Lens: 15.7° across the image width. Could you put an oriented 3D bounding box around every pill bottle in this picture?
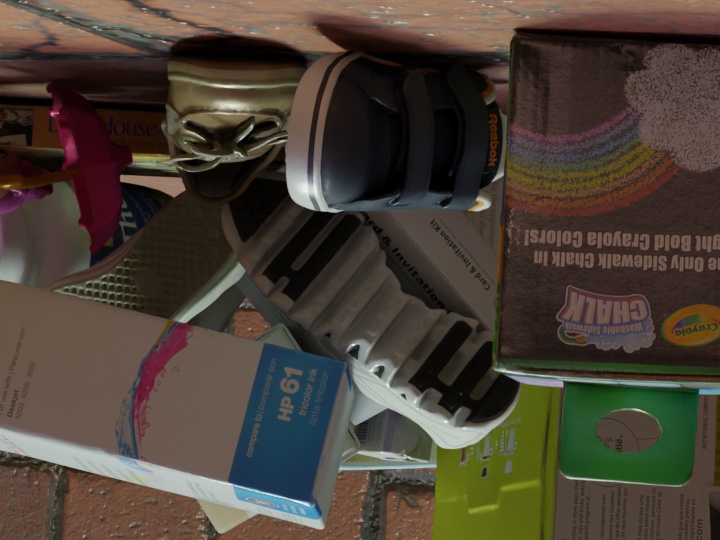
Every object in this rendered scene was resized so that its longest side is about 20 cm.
[{"bbox_3d":[-0.194,-0.008,1.638,0.111,0.111,0.200,2,177,30],"label":"pill bottle"}]

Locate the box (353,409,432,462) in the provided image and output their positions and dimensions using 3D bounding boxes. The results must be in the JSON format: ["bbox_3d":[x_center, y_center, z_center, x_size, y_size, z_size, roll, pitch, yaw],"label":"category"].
[{"bbox_3d":[0.034,0.022,1.664,0.039,0.201,0.041,14,170,-32],"label":"box"}]

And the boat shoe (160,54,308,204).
[{"bbox_3d":[-0.066,-0.074,1.364,0.073,0.063,0.200,5,176,-2],"label":"boat shoe"}]

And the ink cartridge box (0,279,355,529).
[{"bbox_3d":[-0.109,0.075,1.435,0.199,0.085,0.145,12,170,3],"label":"ink cartridge box"}]

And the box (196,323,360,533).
[{"bbox_3d":[-0.069,0.102,1.645,0.078,0.095,0.200,-32,176,-13],"label":"box"}]

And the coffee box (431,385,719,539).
[{"bbox_3d":[0.166,0.131,1.597,0.197,0.201,0.200,7,169,-18],"label":"coffee box"}]

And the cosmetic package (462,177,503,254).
[{"bbox_3d":[0.134,-0.029,1.573,0.199,0.102,0.074,3,175,-4],"label":"cosmetic package"}]

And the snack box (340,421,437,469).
[{"bbox_3d":[0.032,0.029,1.720,0.116,0.201,0.037,0,178,-24],"label":"snack box"}]

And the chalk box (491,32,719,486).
[{"bbox_3d":[0.130,-0.001,1.226,0.124,0.201,0.124,3,176,10],"label":"chalk box"}]

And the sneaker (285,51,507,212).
[{"bbox_3d":[0.025,-0.067,1.287,0.079,0.079,0.200,8,-171,17],"label":"sneaker"}]

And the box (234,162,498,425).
[{"bbox_3d":[0.000,0.000,1.529,0.041,0.156,0.200,-43,-175,-30],"label":"box"}]

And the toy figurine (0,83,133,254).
[{"bbox_3d":[-0.221,-0.044,1.457,0.200,0.151,0.184,-12,176,41],"label":"toy figurine"}]

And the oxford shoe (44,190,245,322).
[{"bbox_3d":[-0.133,0.017,1.542,0.200,0.075,0.058,-39,176,24],"label":"oxford shoe"}]

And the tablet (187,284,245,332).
[{"bbox_3d":[-0.099,0.004,1.746,0.014,0.200,0.130,41,159,-21],"label":"tablet"}]

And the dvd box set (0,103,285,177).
[{"bbox_3d":[-0.133,-0.078,1.624,0.199,0.029,0.146,3,176,3],"label":"dvd box set"}]

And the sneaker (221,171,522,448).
[{"bbox_3d":[-0.001,0.027,1.456,0.200,0.075,0.081,43,159,10],"label":"sneaker"}]
